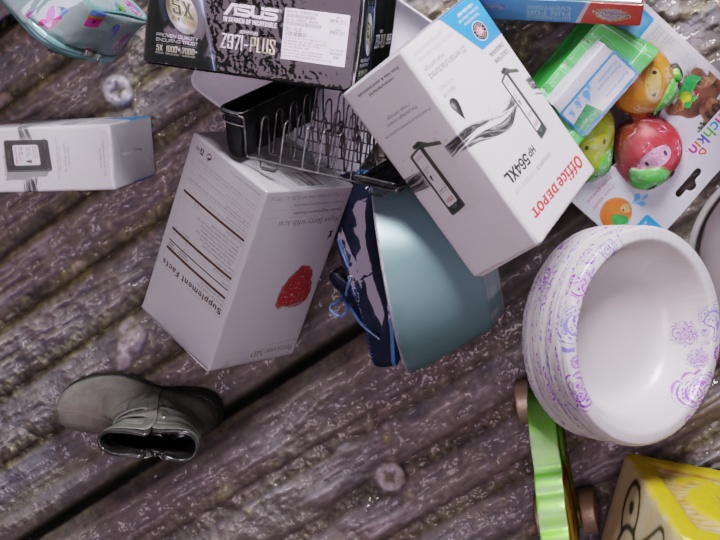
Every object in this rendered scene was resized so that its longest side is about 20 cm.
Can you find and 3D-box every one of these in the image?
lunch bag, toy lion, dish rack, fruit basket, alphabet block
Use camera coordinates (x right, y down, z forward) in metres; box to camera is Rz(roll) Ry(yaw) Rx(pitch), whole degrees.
[{"bbox_3d":[-0.311,-0.291,1.197,0.077,0.160,0.200,-44,84,11],"label":"lunch bag"},{"bbox_3d":[0.190,0.217,1.169,0.068,0.192,0.202,-9,98,13],"label":"toy lion"},{"bbox_3d":[-0.014,-0.126,1.122,0.199,0.153,0.055,16,119,22],"label":"dish rack"},{"bbox_3d":[0.256,-0.138,1.139,0.200,0.094,0.185,41,99,-6],"label":"fruit basket"},{"bbox_3d":[0.336,0.316,1.141,0.195,0.195,0.202,12,104,-7],"label":"alphabet block"}]

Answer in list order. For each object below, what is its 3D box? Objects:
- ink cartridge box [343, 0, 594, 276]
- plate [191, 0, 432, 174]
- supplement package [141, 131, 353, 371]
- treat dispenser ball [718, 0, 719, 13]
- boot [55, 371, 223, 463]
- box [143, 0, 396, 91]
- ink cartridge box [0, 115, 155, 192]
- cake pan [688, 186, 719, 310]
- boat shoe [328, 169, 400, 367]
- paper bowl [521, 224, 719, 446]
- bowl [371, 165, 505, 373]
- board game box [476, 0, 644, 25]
[{"bbox_3d":[0.101,-0.120,1.059,0.084,0.146,0.200,-30,102,43],"label":"ink cartridge box"},{"bbox_3d":[-0.042,-0.214,1.218,0.199,0.032,0.201,37,105,2],"label":"plate"},{"bbox_3d":[-0.113,-0.022,1.188,0.120,0.121,0.201,38,120,33],"label":"supplement package"},{"bbox_3d":[0.410,-0.243,1.031,0.199,0.201,0.203,2,101,11],"label":"treat dispenser ball"},{"bbox_3d":[-0.252,0.159,1.280,0.198,0.131,0.068,1,100,11],"label":"boot"},{"bbox_3d":[-0.080,-0.226,1.122,0.198,0.164,0.087,10,103,10],"label":"box"},{"bbox_3d":[-0.328,-0.121,1.252,0.198,0.116,0.067,0,102,12],"label":"ink cartridge box"},{"bbox_3d":[0.416,-0.012,1.159,0.198,0.037,0.202,2,101,12],"label":"cake pan"},{"bbox_3d":[0.000,0.000,1.226,0.068,0.084,0.202,-9,92,8],"label":"boat shoe"},{"bbox_3d":[0.235,0.058,1.131,0.199,0.104,0.203,-1,91,-31],"label":"paper bowl"},{"bbox_3d":[0.078,-0.010,1.151,0.104,0.201,0.203,-11,98,7],"label":"bowl"},{"bbox_3d":[0.189,-0.327,1.101,0.152,0.040,0.202,6,75,11],"label":"board game box"}]
